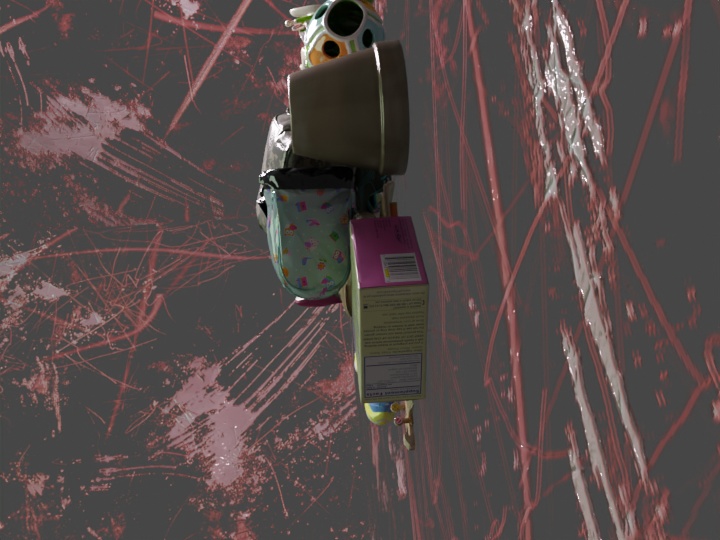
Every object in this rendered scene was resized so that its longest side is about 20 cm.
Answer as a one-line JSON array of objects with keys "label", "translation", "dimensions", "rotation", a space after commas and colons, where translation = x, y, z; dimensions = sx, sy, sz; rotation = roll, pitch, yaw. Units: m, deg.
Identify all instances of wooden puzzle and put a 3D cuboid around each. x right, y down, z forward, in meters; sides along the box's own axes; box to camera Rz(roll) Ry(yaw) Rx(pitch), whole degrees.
[{"label": "wooden puzzle", "translation": [0.052, -0.029, 1.418], "dimensions": [0.185, 0.037, 0.204], "rotation": [96, 174, -74]}]

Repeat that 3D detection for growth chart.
[{"label": "growth chart", "translation": [-0.050, -0.448, 1.536], "dimensions": [0.201, 0.143, 0.018], "rotation": [-120, 12, -49]}]

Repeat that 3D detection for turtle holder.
[{"label": "turtle holder", "translation": [-0.012, -0.405, 1.394], "dimensions": [0.142, 0.184, 0.132], "rotation": [53, 170, 10]}]

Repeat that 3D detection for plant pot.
[{"label": "plant pot", "translation": [-0.021, -0.240, 1.245], "dimensions": [0.200, 0.170, 0.204], "rotation": [176, 90, -88]}]

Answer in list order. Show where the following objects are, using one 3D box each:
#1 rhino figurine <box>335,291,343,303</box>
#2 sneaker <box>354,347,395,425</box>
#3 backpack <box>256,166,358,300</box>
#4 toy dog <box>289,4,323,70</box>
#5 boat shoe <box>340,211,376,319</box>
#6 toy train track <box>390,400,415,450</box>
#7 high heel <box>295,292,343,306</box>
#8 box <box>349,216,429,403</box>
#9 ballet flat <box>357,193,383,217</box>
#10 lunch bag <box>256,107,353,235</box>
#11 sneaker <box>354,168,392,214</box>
[{"label": "rhino figurine", "translation": [-0.012, 0.043, 1.556], "dimensions": [0.200, 0.060, 0.087], "rotation": [42, 173, -23]}, {"label": "sneaker", "translation": [0.040, 0.200, 1.644], "dimensions": [0.106, 0.074, 0.202], "rotation": [110, 152, -51]}, {"label": "backpack", "translation": [-0.080, -0.057, 1.275], "dimensions": [0.127, 0.164, 0.204], "rotation": [-143, 51, -86]}, {"label": "toy dog", "translation": [-0.040, -0.462, 1.746], "dimensions": [0.139, 0.191, 0.204], "rotation": [-28, -65, -54]}, {"label": "boat shoe", "translation": [0.000, 0.000, 1.459], "dimensions": [0.065, 0.071, 0.203], "rotation": [-90, 6, -71]}, {"label": "toy train track", "translation": [0.066, 0.207, 1.400], "dimensions": [0.115, 0.032, 0.203], "rotation": [91, 175, -56]}, {"label": "high heel", "translation": [-0.035, 0.070, 1.646], "dimensions": [0.067, 0.197, 0.098], "rotation": [26, 126, 55]}, {"label": "box", "translation": [0.039, 0.055, 1.184], "dimensions": [0.177, 0.095, 0.203], "rotation": [-99, 7, -56]}, {"label": "ballet flat", "translation": [0.024, -0.105, 1.596], "dimensions": [0.200, 0.068, 0.072], "rotation": [80, 168, -85]}, {"label": "lunch bag", "translation": [-0.109, -0.163, 1.422], "dimensions": [0.168, 0.137, 0.203], "rotation": [47, 129, 50]}, {"label": "sneaker", "translation": [0.025, -0.181, 1.431], "dimensions": [0.078, 0.091, 0.201], "rotation": [-48, -12, -47]}]
